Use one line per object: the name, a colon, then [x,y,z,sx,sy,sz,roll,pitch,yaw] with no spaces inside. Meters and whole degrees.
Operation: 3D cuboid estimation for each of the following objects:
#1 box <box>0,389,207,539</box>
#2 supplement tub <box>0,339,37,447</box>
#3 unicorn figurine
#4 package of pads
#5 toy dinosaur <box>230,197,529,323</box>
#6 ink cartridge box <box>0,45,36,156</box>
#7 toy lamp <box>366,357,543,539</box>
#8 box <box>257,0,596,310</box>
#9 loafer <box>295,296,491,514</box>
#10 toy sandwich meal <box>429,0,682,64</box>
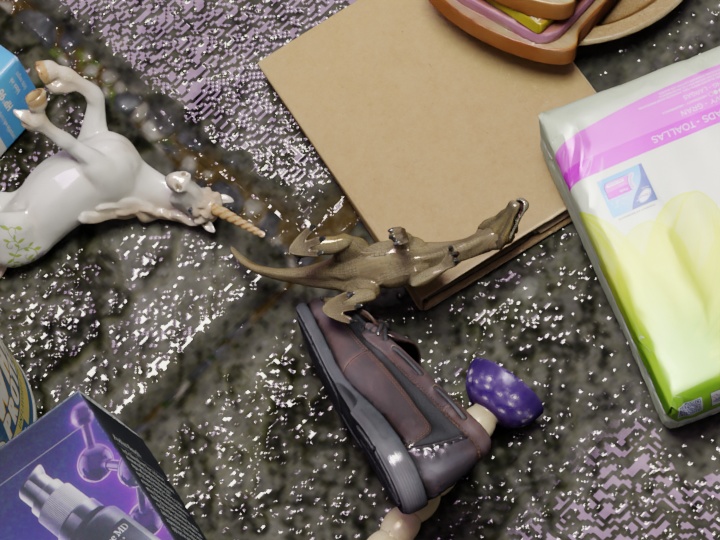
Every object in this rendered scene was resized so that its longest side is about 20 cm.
box: [-0.151,0.194,1.655,0.148,0.104,0.200,-37,65,2]
supplement tub: [-0.276,0.064,1.692,0.144,0.200,0.145,-4,66,8]
unicorn figurine: [-0.175,-0.053,1.786,0.200,0.137,0.074,-23,35,22]
package of pads: [0.210,-0.025,1.710,0.154,0.068,0.200,-21,71,-3]
toy dinosaur: [0.000,0.000,1.713,0.200,0.101,0.058,-9,89,23]
ink cartridge box: [-0.308,-0.073,1.833,0.116,0.068,0.200,35,76,23]
toy lamp: [0.025,0.141,1.686,0.058,0.058,0.200,33,72,21]
box: [0.054,-0.094,1.804,0.163,0.021,0.200,-32,65,-5]
loafer: [0.019,0.069,1.681,0.063,0.072,0.200,-25,32,-5]
toy sandwich meal: [0.120,-0.221,1.808,0.205,0.070,0.206,0,61,1]
